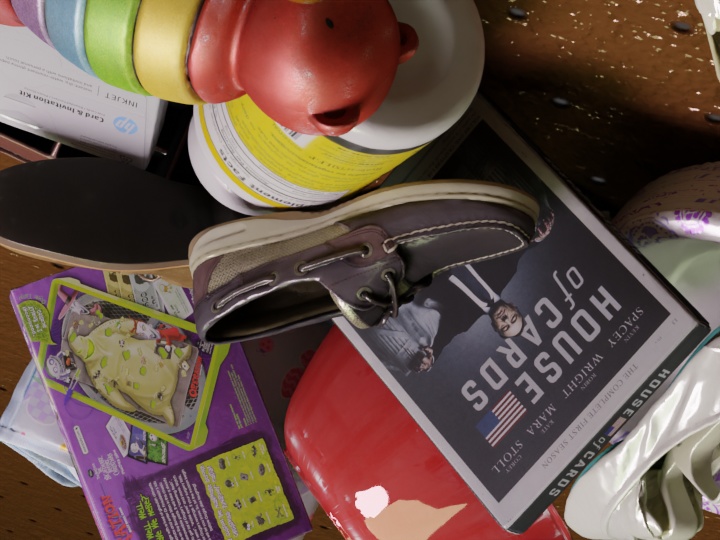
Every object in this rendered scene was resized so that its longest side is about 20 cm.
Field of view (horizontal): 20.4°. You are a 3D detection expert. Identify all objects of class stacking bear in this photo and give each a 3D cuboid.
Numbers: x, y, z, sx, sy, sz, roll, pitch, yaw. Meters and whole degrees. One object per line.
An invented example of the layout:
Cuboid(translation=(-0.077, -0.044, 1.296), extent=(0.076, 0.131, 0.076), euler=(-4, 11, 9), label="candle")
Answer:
Cuboid(translation=(-0.073, -0.126, 0.909), extent=(0.200, 0.121, 0.114), euler=(27, 139, 19), label="stacking bear")

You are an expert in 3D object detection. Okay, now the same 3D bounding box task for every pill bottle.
Cuboid(translation=(-0.024, -0.093, 1.054), extent=(0.111, 0.112, 0.200), euler=(25, 159, -16), label="pill bottle")

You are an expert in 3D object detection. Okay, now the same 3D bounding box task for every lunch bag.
Cuboid(translation=(-0.112, 0.078, 1.281), extent=(0.200, 0.170, 0.127), euler=(29, 165, -18), label="lunch bag")

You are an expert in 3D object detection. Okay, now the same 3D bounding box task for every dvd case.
Cuboid(translation=(0.072, 0.018, 1.073), extent=(0.200, 0.150, 0.025), euler=(49, -164, 32), label="dvd case")

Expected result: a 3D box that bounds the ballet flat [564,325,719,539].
Cuboid(translation=(0.169, 0.104, 1.062), extent=(0.069, 0.070, 0.200), euler=(23, 135, -10), label="ballet flat")

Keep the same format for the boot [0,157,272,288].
Cuboid(translation=(-0.123, -0.015, 1.149), extent=(0.199, 0.074, 0.076), euler=(5, 148, -16), label="boot")

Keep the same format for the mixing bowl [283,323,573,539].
Cuboid(translation=(0.025, 0.113, 1.188), extent=(0.200, 0.108, 0.200), euler=(53, 176, 6), label="mixing bowl")

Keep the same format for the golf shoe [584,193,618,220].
Cuboid(translation=(0.148, 0.016, 1.232), extent=(0.200, 0.077, 0.088), euler=(32, 162, -30), label="golf shoe")

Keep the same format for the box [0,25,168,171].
Cuboid(translation=(-0.171, -0.148, 1.078), extent=(0.155, 0.041, 0.200), euler=(19, 144, 0), label="box")

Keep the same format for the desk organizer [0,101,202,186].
Cuboid(translation=(-0.146, -0.084, 1.216), extent=(0.200, 0.072, 0.077), euler=(25, 169, -15), label="desk organizer")

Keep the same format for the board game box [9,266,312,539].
Cuboid(translation=(-0.120, 0.085, 1.202), extent=(0.120, 0.201, 0.032), euler=(-20, 176, -17), label="board game box")

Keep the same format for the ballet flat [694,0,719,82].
Cuboid(translation=(0.178, -0.116, 0.888), extent=(0.069, 0.070, 0.200), euler=(10, 157, 22), label="ballet flat")

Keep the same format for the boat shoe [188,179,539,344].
Cuboid(translation=(0.000, 0.000, 1.054), extent=(0.199, 0.065, 0.072), euler=(-9, 155, 21), label="boat shoe")

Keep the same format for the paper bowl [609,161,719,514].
Cuboid(translation=(0.219, 0.031, 1.101), extent=(0.200, 0.104, 0.201), euler=(21, 133, 24), label="paper bowl")
